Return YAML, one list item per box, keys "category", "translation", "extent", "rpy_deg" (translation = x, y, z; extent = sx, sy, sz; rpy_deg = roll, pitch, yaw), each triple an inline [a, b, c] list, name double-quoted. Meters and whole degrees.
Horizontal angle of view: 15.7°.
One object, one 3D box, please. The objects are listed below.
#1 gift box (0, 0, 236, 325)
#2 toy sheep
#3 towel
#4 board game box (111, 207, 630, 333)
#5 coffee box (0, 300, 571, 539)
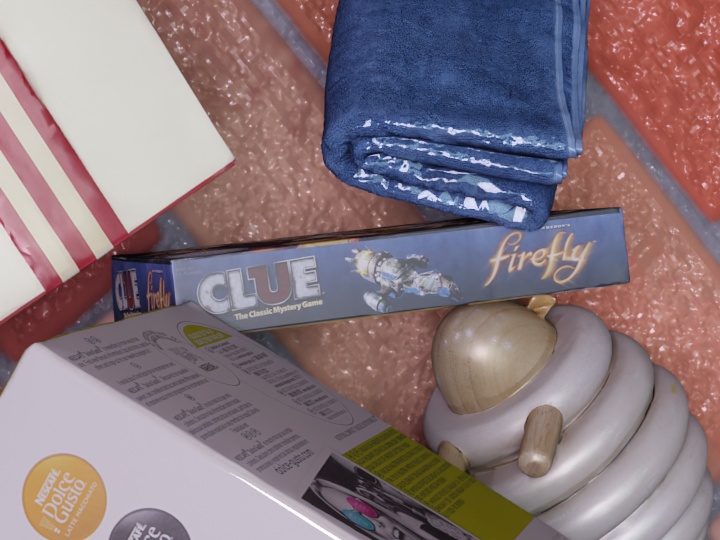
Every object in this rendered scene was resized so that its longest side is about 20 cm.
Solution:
- category: "gift box"
  translation: [-0.189, -0.071, 1.062]
  extent: [0.199, 0.184, 0.187]
  rpy_deg: [-35, 102, -20]
- category: "toy sheep"
  translation: [0.096, 0.093, 1.176]
  extent: [0.138, 0.138, 0.201]
  rpy_deg: [-39, 113, -13]
- category: "towel"
  translation: [0.045, -0.109, 1.136]
  extent: [0.111, 0.049, 0.201]
  rpy_deg: [11, 46, -3]
- category: "board game box"
  translation: [0.000, 0.000, 1.143]
  extent: [0.198, 0.135, 0.035]
  rpy_deg: [-7, 92, -17]
- category: "coffee box"
  translation: [-0.058, 0.149, 0.958]
  extent: [0.197, 0.200, 0.201]
  rpy_deg: [31, 99, 8]
